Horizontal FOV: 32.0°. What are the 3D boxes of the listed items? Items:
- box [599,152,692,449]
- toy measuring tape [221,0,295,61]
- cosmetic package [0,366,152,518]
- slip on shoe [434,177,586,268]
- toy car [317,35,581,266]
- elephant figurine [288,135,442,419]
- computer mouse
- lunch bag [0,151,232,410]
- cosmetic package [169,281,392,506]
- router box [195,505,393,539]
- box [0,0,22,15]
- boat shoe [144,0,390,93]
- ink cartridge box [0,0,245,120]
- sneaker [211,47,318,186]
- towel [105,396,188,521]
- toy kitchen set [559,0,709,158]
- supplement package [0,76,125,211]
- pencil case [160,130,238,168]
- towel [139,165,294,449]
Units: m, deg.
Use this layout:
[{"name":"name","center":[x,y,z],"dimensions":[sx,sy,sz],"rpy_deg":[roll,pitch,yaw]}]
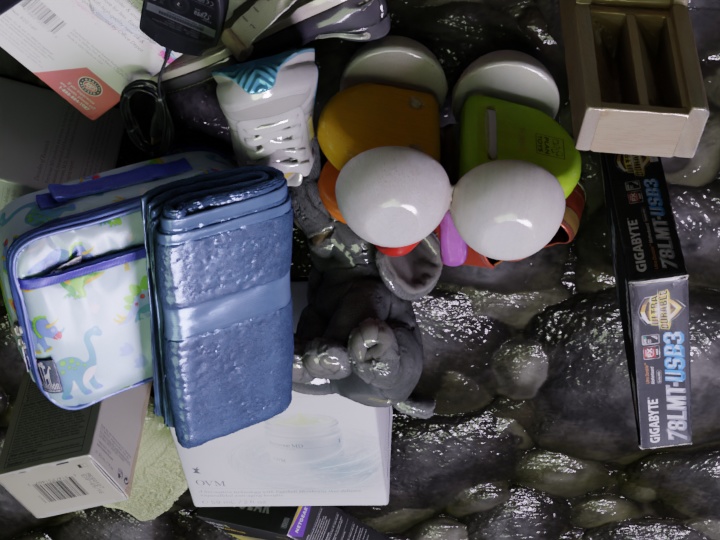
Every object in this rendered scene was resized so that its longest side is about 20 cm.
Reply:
[{"name":"box","center":[0.224,0.001,0.990],"dimensions":[0.049,0.201,0.202],"rpy_deg":[-7,136,11]},{"name":"toy measuring tape","center":[-0.008,-0.212,0.856],"dimensions":[0.200,0.074,0.073],"rpy_deg":[-43,123,11]},{"name":"cosmetic package","center":[-0.251,0.113,1.141],"dimensions":[0.102,0.202,0.074],"rpy_deg":[-13,134,19]},{"name":"slip on shoe","center":[0.096,-0.032,1.063],"dimensions":[0.197,0.062,0.074],"rpy_deg":[-15,136,26]},{"name":"toy car","center":[0.062,-0.070,0.945],"dimensions":[0.196,0.177,0.151],"rpy_deg":[6,138,-3]},{"name":"elephant figurine","center":[0.000,0.000,1.039],"dimensions":[0.139,0.203,0.156],"rpy_deg":[5,159,6]},{"name":"computer mouse","center":[-0.132,-0.154,0.882],"dimensions":[0.058,0.034,0.201],"rpy_deg":[23,140,-6]},{"name":"lunch bag","center":[-0.169,0.002,0.945],"dimensions":[0.197,0.082,0.163],"rpy_deg":[-16,123,-21]},{"name":"cosmetic package","center":[-0.074,0.120,1.194],"dimensions":[0.196,0.124,0.202],"rpy_deg":[-2,135,6]},{"name":"router box","center":[-0.063,0.282,1.348],"dimensions":[0.156,0.053,0.199],"rpy_deg":[35,158,-28]},{"name":"box","center":[-0.302,-0.244,0.786],"dimensions":[0.104,0.123,0.203],"rpy_deg":[-11,114,16]},{"name":"boat shoe","center":[-0.070,-0.166,0.930],"dimensions":[0.197,0.073,0.063],"rpy_deg":[-20,129,17]},{"name":"ink cartridge box","center":[-0.165,-0.209,0.895],"dimensions":[0.198,0.068,0.116],"rpy_deg":[-28,128,31]},{"name":"sneaker","center":[-0.061,-0.107,0.906],"dimensions":[0.075,0.082,0.200],"rpy_deg":[-12,177,-1]},{"name":"towel","center":[-0.241,0.202,1.354],"dimensions":[0.147,0.037,0.200],"rpy_deg":[25,133,-22]},{"name":"toy kitchen set","center":[0.225,-0.205,0.786],"dimensions":[0.160,0.183,0.202],"rpy_deg":[4,141,-1]},{"name":"supplement package","center":[-0.301,-0.077,1.006],"dimensions":[0.197,0.119,0.118],"rpy_deg":[14,136,-12]},{"name":"pencil case","center":[-0.154,-0.009,1.049],"dimensions":[0.086,0.078,0.203],"rpy_deg":[9,114,-30]},{"name":"towel","center":[-0.101,0.025,0.915],"dimensions":[0.110,0.048,0.203],"rpy_deg":[-15,122,-26]}]
